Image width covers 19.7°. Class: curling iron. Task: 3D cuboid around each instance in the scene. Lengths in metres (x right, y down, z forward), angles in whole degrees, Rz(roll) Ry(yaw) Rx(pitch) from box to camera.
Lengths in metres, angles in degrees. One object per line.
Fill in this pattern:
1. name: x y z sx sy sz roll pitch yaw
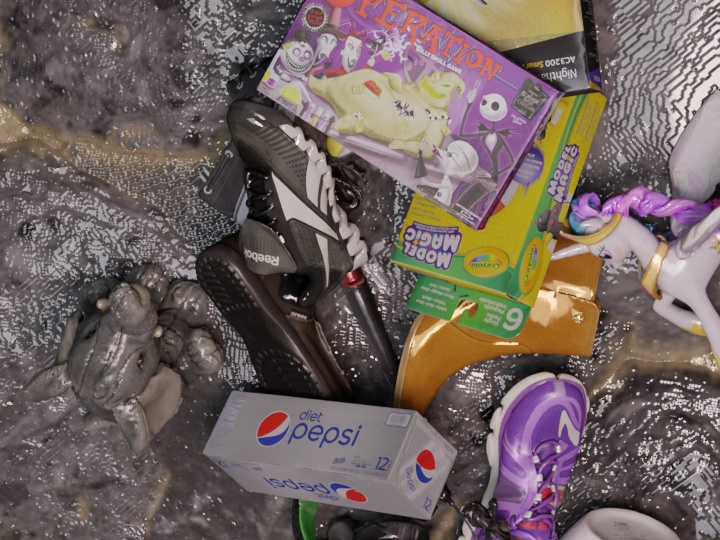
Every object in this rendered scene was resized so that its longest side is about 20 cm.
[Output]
1. curling iron: 0.000 0.000 1.693 0.049 0.026 0.201 -12 101 17

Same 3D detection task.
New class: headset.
1. headset: 0.028 0.194 1.672 0.200 0.094 0.124 7 72 31

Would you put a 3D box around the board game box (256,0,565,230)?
1. board game box: 0.035 -0.131 1.522 0.200 0.032 0.120 33 99 13

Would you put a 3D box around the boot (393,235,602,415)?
1. boot: 0.114 0.052 1.661 0.144 0.071 0.202 17 102 7

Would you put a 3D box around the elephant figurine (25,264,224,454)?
1. elephant figurine: -0.199 0.074 1.659 0.141 0.200 0.156 -11 101 13

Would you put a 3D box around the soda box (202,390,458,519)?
1. soda box: -0.026 0.145 1.658 0.200 0.064 0.068 3 149 40

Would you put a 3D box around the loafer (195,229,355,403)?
1. loafer: -0.054 0.045 1.684 0.073 0.071 0.200 0 129 44

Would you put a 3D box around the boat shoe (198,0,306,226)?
1. boat shoe: -0.078 -0.133 1.661 0.066 0.070 0.200 23 114 3

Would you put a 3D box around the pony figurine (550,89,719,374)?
1. pony figurine: 0.267 -0.026 1.585 0.200 0.167 0.193 38 115 -15

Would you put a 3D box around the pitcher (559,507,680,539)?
1. pitcher: 0.171 0.296 1.668 0.171 0.121 0.200 4 112 -26

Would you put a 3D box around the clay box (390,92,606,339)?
1. clay box: 0.101 -0.056 1.593 0.115 0.048 0.200 16 83 38

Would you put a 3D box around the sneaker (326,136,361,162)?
1. sneaker: 0.029 -0.174 1.629 0.090 0.078 0.200 40 103 10

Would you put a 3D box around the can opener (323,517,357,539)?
1. can opener: 0.047 0.287 1.745 0.200 0.067 0.053 43 108 13

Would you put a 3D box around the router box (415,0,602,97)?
1. router box: 0.071 -0.197 1.548 0.199 0.052 0.158 -8 90 17

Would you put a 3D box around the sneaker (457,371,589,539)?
1. sneaker: 0.142 0.178 1.670 0.080 0.083 0.200 8 110 -18

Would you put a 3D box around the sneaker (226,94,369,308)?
1. sneaker: -0.060 -0.044 1.588 0.066 0.091 0.200 19 150 38
